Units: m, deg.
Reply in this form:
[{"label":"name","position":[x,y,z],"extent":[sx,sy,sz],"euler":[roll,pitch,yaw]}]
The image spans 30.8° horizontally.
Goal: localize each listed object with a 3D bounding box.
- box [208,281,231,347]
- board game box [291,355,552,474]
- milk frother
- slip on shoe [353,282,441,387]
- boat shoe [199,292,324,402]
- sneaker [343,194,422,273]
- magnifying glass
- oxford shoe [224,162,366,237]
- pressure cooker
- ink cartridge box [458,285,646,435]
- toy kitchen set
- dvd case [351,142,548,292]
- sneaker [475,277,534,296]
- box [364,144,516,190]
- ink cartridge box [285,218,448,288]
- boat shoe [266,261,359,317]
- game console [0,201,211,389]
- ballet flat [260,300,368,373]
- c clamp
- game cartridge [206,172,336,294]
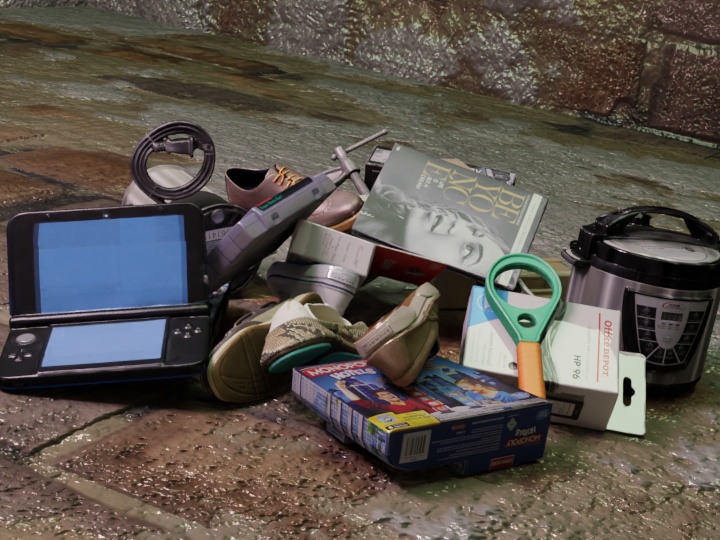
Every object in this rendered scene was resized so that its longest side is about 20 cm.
[{"label":"box","position":[-0.221,0.044,1.415],"extent":[0.136,0.040,0.200],"euler":[8,17,-1]},{"label":"board game box","position":[0.040,0.126,1.244],"extent":[0.200,0.062,0.200],"euler":[-4,20,-37]},{"label":"milk frother","position":[-0.222,-0.093,1.576],"extent":[0.180,0.201,0.188],"euler":[7,15,-33]},{"label":"slip on shoe","position":[0.048,0.062,1.260],"extent":[0.061,0.076,0.200],"euler":[51,12,1]},{"label":"boat shoe","position":[-0.104,0.081,1.323],"extent":[0.065,0.073,0.200],"euler":[-10,12,33]},{"label":"sneaker","position":[0.021,-0.058,1.621],"extent":[0.199,0.076,0.088],"euler":[14,45,18]},{"label":"magnifying glass","position":[0.168,0.060,1.319],"extent":[0.079,0.022,0.200],"euler":[4,49,-2]},{"label":"oxford shoe","position":[-0.083,-0.088,1.580],"extent":[0.200,0.073,0.071],"euler":[5,44,30]},{"label":"pressure cooker","position":[0.320,0.024,1.491],"extent":[0.178,0.201,0.176],"euler":[20,19,30]},{"label":"ink cartridge box","position":[0.204,0.093,1.353],"extent":[0.199,0.068,0.116],"euler":[10,48,2]},{"label":"toy kitchen set","position":[0.197,-0.031,1.638],"extent":[0.199,0.181,0.163],"euler":[-1,20,-17]},{"label":"dvd case","position":[0.107,-0.064,1.536],"extent":[0.200,0.016,0.149],"euler":[21,54,7]},{"label":"sneaker","position":[0.201,0.076,1.490],"extent":[0.073,0.085,0.200],"euler":[-32,40,7]},{"label":"box","position":[0.104,-0.077,1.781],"extent":[0.199,0.158,0.050],"euler":[13,42,12]},{"label":"ink cartridge box","position":[0.000,0.000,1.533],"extent":[0.176,0.045,0.200],"euler":[17,-9,-2]},{"label":"boat shoe","position":[-0.067,0.031,1.486],"extent":[0.073,0.067,0.200],"euler":[21,-10,-17]},{"label":"game console","position":[-0.248,0.021,1.262],"extent":[0.199,0.119,0.171],"euler":[-5,23,-3]},{"label":"ballet flat","position":[-0.047,0.067,1.306],"extent":[0.200,0.068,0.075],"euler":[11,51,-59]},{"label":"c clamp","position":[-0.006,-0.077,1.691],"extent":[0.170,0.027,0.200],"euler":[-23,65,-4]},{"label":"game cartridge","position":[-0.112,-0.039,1.430],"extent":[0.038,0.130,0.200],"euler":[44,31,5]}]
